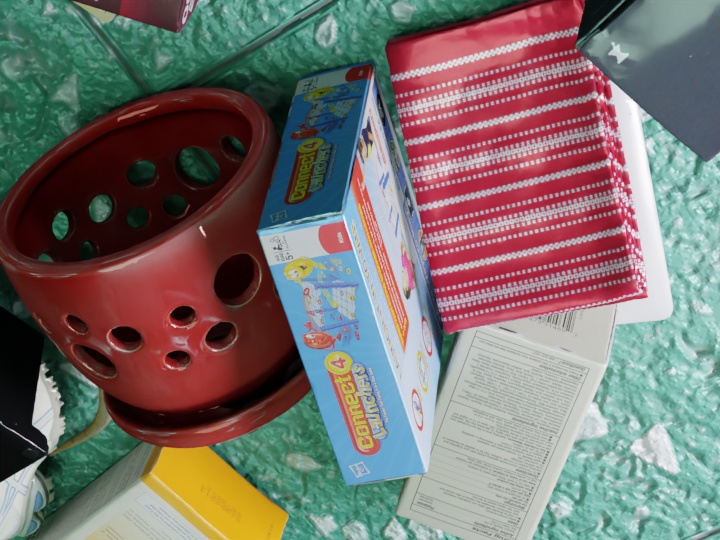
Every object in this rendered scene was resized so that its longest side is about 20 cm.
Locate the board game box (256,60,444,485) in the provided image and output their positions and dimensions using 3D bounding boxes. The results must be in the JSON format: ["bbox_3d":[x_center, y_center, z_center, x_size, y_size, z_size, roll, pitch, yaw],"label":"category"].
[{"bbox_3d":[0.000,0.000,1.319,0.056,0.196,0.201,-10,120,13],"label":"board game box"}]

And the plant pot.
[{"bbox_3d":[-0.121,0.006,1.357,0.199,0.201,0.183,-9,124,20],"label":"plant pot"}]

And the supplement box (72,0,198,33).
[{"bbox_3d":[-0.190,-0.232,1.257,0.199,0.061,0.109,17,125,1],"label":"supplement box"}]

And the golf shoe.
[{"bbox_3d":[-0.282,0.137,1.538,0.078,0.097,0.201,29,129,30],"label":"golf shoe"}]

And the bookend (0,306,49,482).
[{"bbox_3d":[-0.314,0.024,1.442,0.092,0.201,0.199,-30,130,29],"label":"bookend"}]

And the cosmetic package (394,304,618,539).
[{"bbox_3d":[0.101,0.099,1.431,0.103,0.073,0.201,19,131,1],"label":"cosmetic package"}]

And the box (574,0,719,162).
[{"bbox_3d":[0.214,-0.181,1.140,0.104,0.200,0.148,39,124,-13],"label":"box"}]

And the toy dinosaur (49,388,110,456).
[{"bbox_3d":[-0.185,0.071,1.514,0.106,0.060,0.201,29,132,36],"label":"toy dinosaur"}]

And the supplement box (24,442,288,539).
[{"bbox_3d":[-0.170,0.221,1.590,0.126,0.074,0.200,43,123,-16],"label":"supplement box"}]

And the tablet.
[{"bbox_3d":[0.133,-0.045,1.370,0.129,0.014,0.201,-5,122,17],"label":"tablet"}]

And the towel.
[{"bbox_3d":[0.099,-0.068,1.308,0.144,0.022,0.201,-11,94,21],"label":"towel"}]

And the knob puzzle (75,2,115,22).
[{"bbox_3d":[-0.203,-0.272,1.289,0.218,0.031,0.221,7,125,10],"label":"knob puzzle"}]
